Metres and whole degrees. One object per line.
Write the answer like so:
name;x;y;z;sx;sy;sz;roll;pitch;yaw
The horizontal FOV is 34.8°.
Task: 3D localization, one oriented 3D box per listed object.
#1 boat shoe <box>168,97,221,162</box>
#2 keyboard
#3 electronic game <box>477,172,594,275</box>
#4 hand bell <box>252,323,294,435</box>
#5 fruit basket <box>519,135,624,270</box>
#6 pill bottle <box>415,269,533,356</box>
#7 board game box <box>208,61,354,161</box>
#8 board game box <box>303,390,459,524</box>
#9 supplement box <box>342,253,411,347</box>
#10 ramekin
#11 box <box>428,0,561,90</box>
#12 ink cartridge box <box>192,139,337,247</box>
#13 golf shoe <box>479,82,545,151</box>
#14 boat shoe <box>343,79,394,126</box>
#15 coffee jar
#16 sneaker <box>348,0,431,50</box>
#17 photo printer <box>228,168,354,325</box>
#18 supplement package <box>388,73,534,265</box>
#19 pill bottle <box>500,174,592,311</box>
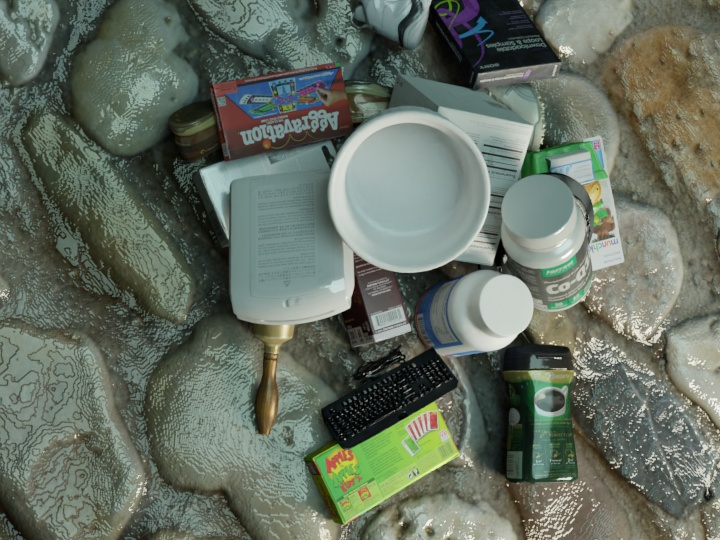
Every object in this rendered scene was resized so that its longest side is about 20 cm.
boat shoe;-0.175;-0.213;1.598;0.199;0.072;0.068;-29;126;-29
keyboard;0.033;0.163;1.606;0.199;0.040;0.104;-27;56;-22
electronic game;0.255;-0.047;1.667;0.198;0.042;0.202;-13;121;-23
hand bell;-0.122;0.124;1.567;0.103;0.104;0.203;3;93;-19
fruit basket;0.313;-0.091;1.741;0.183;0.094;0.203;-13;91;-21
pill bottle;0.161;0.059;1.606;0.111;0.200;0.114;3;82;-20
board game box;-0.106;-0.220;1.577;0.198;0.019;0.104;-16;98;-29
board game box;0.031;0.261;1.613;0.199;0.048;0.103;-27;92;-21
supplement box;0.000;0.000;1.604;0.060;0.109;0.202;-16;87;-19
ramekin;0.059;-0.108;1.431;0.198;0.098;0.203;0;109;0
box;0.192;-0.351;1.704;0.141;0.036;0.201;-12;54;-20
ink cartridge box;-0.122;-0.120;1.608;0.198;0.050;0.110;-23;90;-22
golf shoe;0.215;-0.260;1.725;0.096;0.079;0.202;-9;60;-11
boat shoe;0.053;-0.228;1.679;0.197;0.076;0.075;5;86;-11
coffee jar;0.262;0.210;1.684;0.103;0.085;0.203;2;83;-16
sneaker;0.057;-0.430;1.681;0.114;0.075;0.202;16;82;3
photo printer;-0.090;-0.027;1.492;0.164;0.070;0.202;-6;66;5
supplement package;0.116;-0.141;1.586;0.145;0.191;0.202;9;110;-19
pill bottle;0.248;-0.036;1.533;0.112;0.200;0.114;-7;61;13
